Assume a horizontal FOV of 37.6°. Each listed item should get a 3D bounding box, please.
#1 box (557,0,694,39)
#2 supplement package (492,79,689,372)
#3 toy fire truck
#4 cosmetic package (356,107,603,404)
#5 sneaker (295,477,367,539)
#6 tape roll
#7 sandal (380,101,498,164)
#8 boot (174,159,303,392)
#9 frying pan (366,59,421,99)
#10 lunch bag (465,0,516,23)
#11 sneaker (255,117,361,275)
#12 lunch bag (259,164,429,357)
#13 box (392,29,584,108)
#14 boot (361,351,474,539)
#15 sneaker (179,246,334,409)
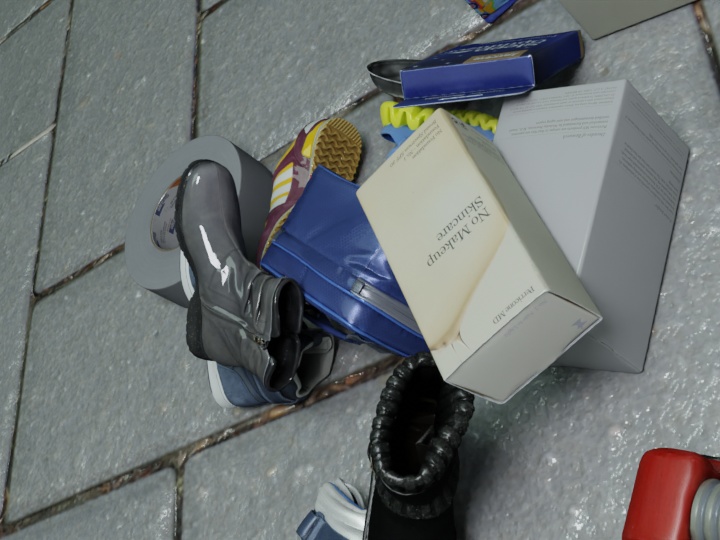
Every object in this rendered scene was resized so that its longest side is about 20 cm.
[{"bbox_3d":[0.268,-0.315,0.940,0.199,0.109,0.128,-16,57,37],"label":"box"},{"bbox_3d":[0.170,-0.034,0.859,0.119,0.121,0.201,1,67,44],"label":"supplement package"},{"bbox_3d":[0.226,0.165,0.631,0.176,0.200,0.129,4,69,44],"label":"toy fire truck"},{"bbox_3d":[0.081,-0.014,0.788,0.104,0.073,0.200,-45,45,21],"label":"cosmetic package"},{"bbox_3d":[-0.045,0.258,0.935,0.200,0.081,0.147,-13,50,42],"label":"sneaker"},{"bbox_3d":[-0.191,-0.058,1.260,0.200,0.066,0.201,-22,54,33],"label":"tape roll"},{"bbox_3d":[0.088,-0.111,1.025,0.200,0.079,0.087,14,88,52],"label":"sandal"},{"bbox_3d":[-0.102,0.001,0.963,0.131,0.070,0.201,12,112,46],"label":"boot"},{"bbox_3d":[0.074,-0.180,1.047,0.190,0.114,0.031,-127,38,-59],"label":"frying pan"},{"bbox_3d":[0.115,-0.387,1.097,0.094,0.150,0.201,-26,51,30],"label":"lunch bag"},{"bbox_3d":[-0.066,-0.070,1.153,0.090,0.075,0.201,7,70,61],"label":"sneaker"},{"bbox_3d":[0.000,0.000,0.990,0.200,0.136,0.133,30,88,50],"label":"lunch bag"},{"bbox_3d":[0.117,-0.183,0.948,0.121,0.200,0.033,-2,109,27],"label":"box"},{"bbox_3d":[0.041,0.178,0.799,0.079,0.158,0.212,-1,71,-4],"label":"boot"},{"bbox_3d":[-0.101,0.039,1.062,0.146,0.077,0.203,-6,101,43],"label":"sneaker"}]
